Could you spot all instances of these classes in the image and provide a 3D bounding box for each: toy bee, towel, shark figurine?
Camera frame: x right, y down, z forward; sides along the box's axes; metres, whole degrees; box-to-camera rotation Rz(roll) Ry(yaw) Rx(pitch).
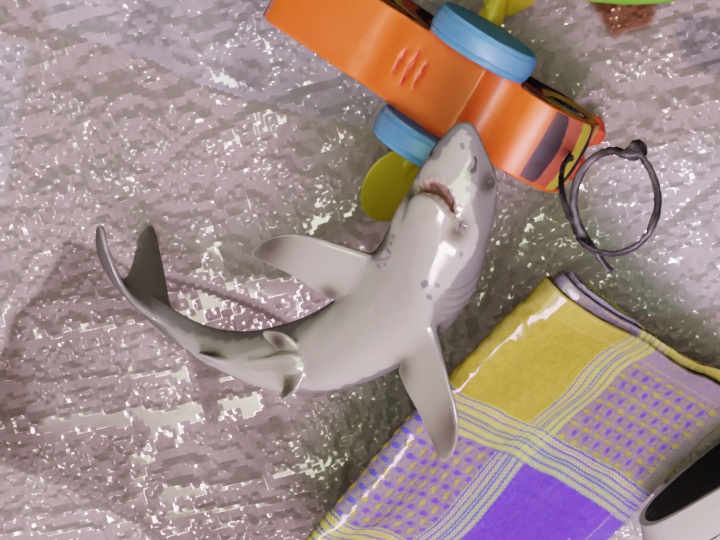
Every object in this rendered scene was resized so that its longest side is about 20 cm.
[{"bbox_3d":[0.053,-0.063,0.946,0.131,0.109,0.200,-39,70,21],"label":"toy bee"},{"bbox_3d":[0.068,0.095,0.968,0.200,0.023,0.143,-47,131,14],"label":"towel"},{"bbox_3d":[-0.010,0.016,0.939,0.214,0.089,0.129,-13,99,36],"label":"shark figurine"}]

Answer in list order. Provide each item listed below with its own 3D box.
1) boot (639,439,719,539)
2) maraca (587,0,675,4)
[{"bbox_3d":[0.234,0.118,0.965,0.199,0.072,0.145,-27,100,3],"label":"boot"},{"bbox_3d":[0.125,-0.174,0.901,0.199,0.107,0.138,10,89,-12],"label":"maraca"}]
